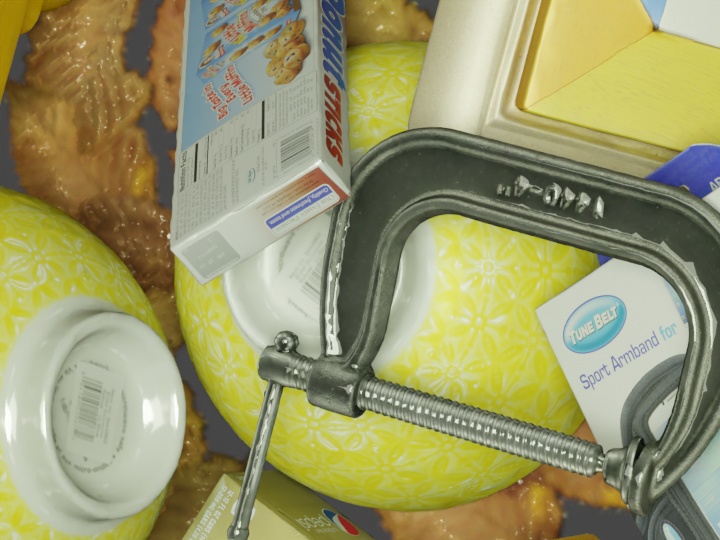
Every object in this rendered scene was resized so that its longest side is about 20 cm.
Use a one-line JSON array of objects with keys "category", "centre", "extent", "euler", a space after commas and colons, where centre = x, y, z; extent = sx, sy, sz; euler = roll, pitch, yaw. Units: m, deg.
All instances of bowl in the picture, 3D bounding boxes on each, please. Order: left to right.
[{"category": "bowl", "centre": [-0.135, 0.058, 1.147], "extent": [0.107, 0.200, 0.201], "euler": [-4, 86, 40]}, {"category": "bowl", "centre": [0.000, 0.000, 1.165], "extent": [0.199, 0.108, 0.201], "euler": [-1, 87, 23]}]

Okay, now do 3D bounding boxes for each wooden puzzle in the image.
[{"category": "wooden puzzle", "centre": [0.135, -0.108, 1.114], "extent": [0.199, 0.037, 0.186], "euler": [15, 94, -5]}]

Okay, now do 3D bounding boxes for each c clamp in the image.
[{"category": "c clamp", "centre": [0.050, 0.036, 1.071], "extent": [0.199, 0.027, 0.172], "euler": [10, 96, 25]}]

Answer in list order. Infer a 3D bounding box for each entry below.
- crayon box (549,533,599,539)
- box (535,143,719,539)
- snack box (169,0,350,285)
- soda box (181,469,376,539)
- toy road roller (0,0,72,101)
[{"category": "crayon box", "centre": [0.077, 0.165, 1.075], "extent": [0.058, 0.200, 0.119], "euler": [-47, 73, 15]}, {"category": "box", "centre": [0.143, 0.056, 1.068], "extent": [0.119, 0.041, 0.201], "euler": [-37, 76, 46]}, {"category": "snack box", "centre": [-0.040, -0.074, 1.155], "extent": [0.072, 0.200, 0.024], "euler": [-31, 120, 19]}, {"category": "soda box", "centre": [-0.073, 0.183, 1.207], "extent": [0.064, 0.068, 0.200], "euler": [35, 100, 19]}, {"category": "toy road roller", "centre": [-0.179, -0.133, 1.213], "extent": [0.122, 0.146, 0.201], "euler": [9, 76, 24]}]
